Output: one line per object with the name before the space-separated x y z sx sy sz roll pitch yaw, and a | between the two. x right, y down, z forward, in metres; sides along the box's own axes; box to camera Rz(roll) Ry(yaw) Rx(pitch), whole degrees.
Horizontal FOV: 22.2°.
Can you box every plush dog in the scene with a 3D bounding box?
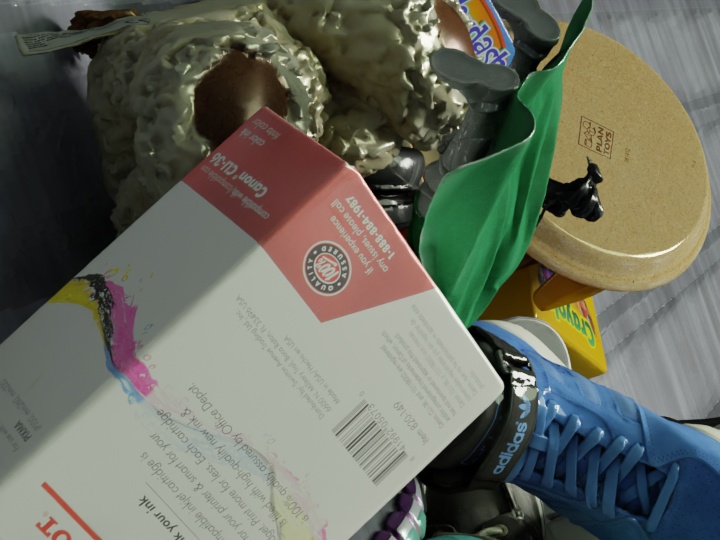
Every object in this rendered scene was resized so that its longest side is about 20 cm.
plush dog | -0.050 -0.020 0.744 0.200 0.159 0.173 -27 115 -53

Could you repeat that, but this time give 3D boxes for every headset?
headset | 0.014 -0.066 0.845 0.199 0.124 0.094 22 -1 -20

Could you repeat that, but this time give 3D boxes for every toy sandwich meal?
toy sandwich meal | 0.118 -0.060 1.095 0.204 0.070 0.207 15 56 -23

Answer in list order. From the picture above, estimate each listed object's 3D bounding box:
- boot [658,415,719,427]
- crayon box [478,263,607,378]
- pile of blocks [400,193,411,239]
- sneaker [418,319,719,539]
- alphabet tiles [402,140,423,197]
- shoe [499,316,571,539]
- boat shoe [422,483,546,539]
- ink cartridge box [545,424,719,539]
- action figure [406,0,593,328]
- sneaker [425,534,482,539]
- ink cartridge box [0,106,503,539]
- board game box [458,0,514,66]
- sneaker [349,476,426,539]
boot | 0.198 0.160 1.068 0.074 0.152 0.205 -95 177 -55
crayon box | 0.102 -0.007 1.167 0.127 0.050 0.202 33 43 -58
pile of blocks | 0.000 0.000 0.903 0.082 0.062 0.202 26 48 -60
sneaker | 0.087 0.082 0.804 0.199 0.077 0.111 36 19 34
alphabet tiles | 0.025 -0.048 0.987 0.166 0.006 0.202 88 -16 -85
shoe | 0.086 0.130 0.987 0.091 0.071 0.202 70 21 -79
boat shoe | 0.063 0.149 0.900 0.064 0.070 0.202 61 16 -76
ink cartridge box | 0.187 0.184 0.905 0.201 0.084 0.144 63 21 8
action figure | 0.036 -0.019 0.703 0.118 0.054 0.201 -47 163 -34
sneaker | 0.000 0.157 0.628 0.200 0.080 0.072 -36 96 -35
ink cartridge box | -0.063 0.059 0.611 0.067 0.200 0.117 36 -14 53
board game box | 0.016 -0.156 0.974 0.153 0.045 0.200 58 -4 -29
sneaker | -0.030 0.109 0.732 0.088 0.074 0.200 56 26 -21
